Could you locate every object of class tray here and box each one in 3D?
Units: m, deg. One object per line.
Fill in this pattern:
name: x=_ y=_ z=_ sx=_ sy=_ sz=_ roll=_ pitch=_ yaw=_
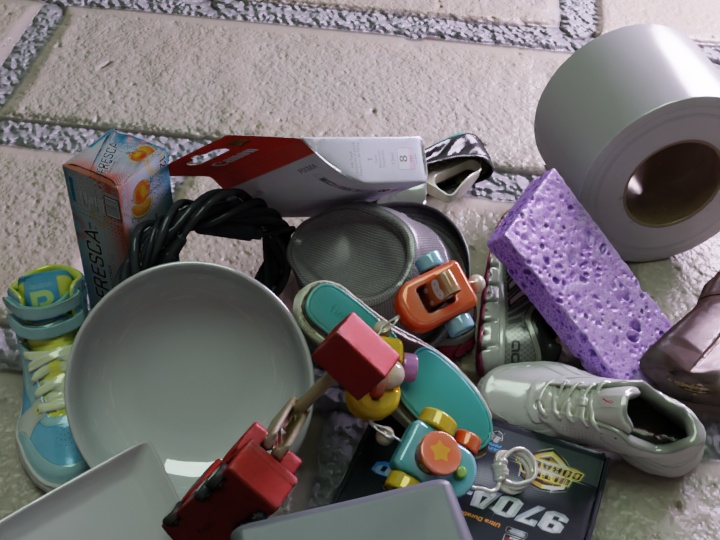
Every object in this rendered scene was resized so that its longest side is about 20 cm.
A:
tray: x=-0.221 y=0.220 z=0.788 sx=0.199 sy=0.022 sz=0.108 roll=-28 pitch=92 yaw=-29

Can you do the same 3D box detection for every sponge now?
sponge: x=0.204 y=0.017 z=0.968 sx=0.201 sy=0.030 sz=0.112 roll=51 pitch=49 yaw=-9

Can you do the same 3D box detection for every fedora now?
fedora: x=0.000 y=0.000 z=0.953 sx=0.199 sy=0.090 sz=0.178 roll=23 pitch=78 yaw=42

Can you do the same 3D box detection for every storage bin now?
storage bin: x=0.000 y=0.224 z=0.705 sx=0.197 sy=0.146 sz=0.136 roll=-11 pitch=64 yaw=-12

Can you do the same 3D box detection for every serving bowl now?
serving bowl: x=-0.137 y=0.093 z=0.869 sx=0.197 sy=0.203 sz=0.066 roll=-3 pitch=2 yaw=-6

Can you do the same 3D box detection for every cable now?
cable: x=-0.138 y=0.003 z=0.953 sx=0.199 sy=0.165 sz=0.051 roll=-36 pitch=41 yaw=-29

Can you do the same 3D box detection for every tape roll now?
tape roll: x=0.293 y=-0.129 z=1.091 sx=0.200 sy=0.204 sz=0.140 roll=-7 pitch=42 yaw=-11

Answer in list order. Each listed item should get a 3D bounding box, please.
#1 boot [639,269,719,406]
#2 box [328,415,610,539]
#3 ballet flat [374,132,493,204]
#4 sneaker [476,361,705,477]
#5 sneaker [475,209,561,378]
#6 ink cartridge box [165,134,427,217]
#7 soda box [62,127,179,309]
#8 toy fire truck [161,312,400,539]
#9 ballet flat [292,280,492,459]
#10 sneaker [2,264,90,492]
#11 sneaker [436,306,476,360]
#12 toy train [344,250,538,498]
boot: x=0.369 y=0.073 z=0.958 sx=0.185 sy=0.065 sz=0.199 roll=16 pitch=33 yaw=32
box: x=0.085 y=0.188 z=0.849 sx=0.198 sy=0.046 sz=0.160 roll=16 pitch=44 yaw=15
ballet flat: x=0.065 y=-0.097 z=1.148 sx=0.198 sy=0.068 sz=0.069 roll=-24 pitch=57 yaw=-26
sneaker: x=0.194 y=0.112 z=0.887 sx=0.197 sy=0.100 sz=0.079 roll=10 pitch=72 yaw=10
sneaker: x=0.160 y=0.025 z=1.015 sx=0.086 sy=0.074 sz=0.201 roll=9 pitch=46 yaw=5
ink cartridge box: x=-0.065 y=-0.080 z=0.944 sx=0.198 sy=0.058 sz=0.162 roll=-10 pitch=-2 yaw=-36
soda box: x=-0.206 y=-0.021 z=0.948 sx=0.063 sy=0.202 sz=0.068 roll=22 pitch=45 yaw=22
toy fire truck: x=-0.063 y=0.126 z=0.781 sx=0.049 sy=0.200 sz=0.141 roll=41 pitch=49 yaw=-3
ballet flat: x=0.026 y=0.082 z=0.877 sx=0.200 sy=0.062 sz=0.068 roll=42 pitch=64 yaw=4
sneaker: x=-0.259 y=0.078 z=0.891 sx=0.078 sy=0.132 sz=0.201 roll=-10 pitch=45 yaw=-14
sneaker: x=0.040 y=0.000 z=1.032 sx=0.080 sy=0.075 sz=0.199 roll=-32 pitch=52 yaw=-32
toy train: x=0.062 y=0.085 z=0.819 sx=0.149 sy=0.056 sz=0.202 roll=-18 pitch=77 yaw=-17
